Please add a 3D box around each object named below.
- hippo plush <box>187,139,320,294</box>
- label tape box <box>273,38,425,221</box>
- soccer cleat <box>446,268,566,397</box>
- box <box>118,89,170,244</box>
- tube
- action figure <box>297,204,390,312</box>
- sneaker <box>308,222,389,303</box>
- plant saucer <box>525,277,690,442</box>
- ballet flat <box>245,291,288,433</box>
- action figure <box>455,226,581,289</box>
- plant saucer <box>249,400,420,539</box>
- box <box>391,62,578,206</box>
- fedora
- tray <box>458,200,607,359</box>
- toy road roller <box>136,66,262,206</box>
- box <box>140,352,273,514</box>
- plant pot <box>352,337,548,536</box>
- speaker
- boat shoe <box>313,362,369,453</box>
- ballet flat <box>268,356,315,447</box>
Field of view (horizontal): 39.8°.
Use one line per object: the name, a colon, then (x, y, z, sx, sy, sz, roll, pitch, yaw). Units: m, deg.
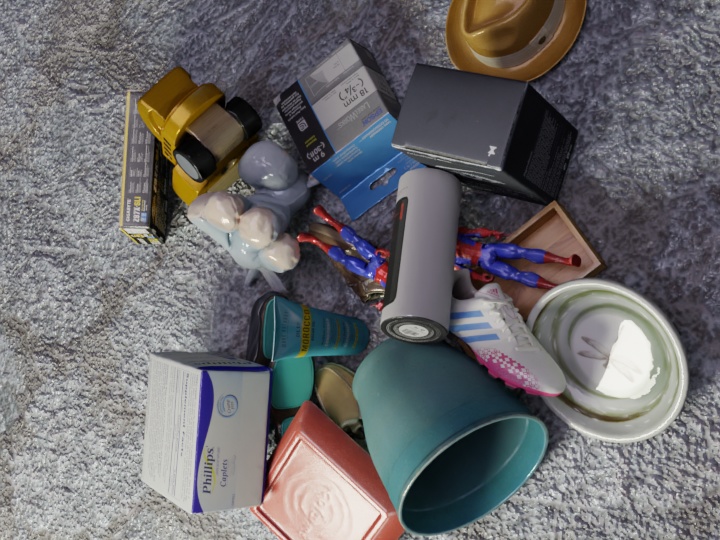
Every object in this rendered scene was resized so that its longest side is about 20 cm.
hippo plush: (-0.115, -0.083, 1.358, 0.159, 0.200, 0.161, 15, 63, 41)
label tape box: (-0.014, -0.193, 1.364, 0.144, 0.063, 0.201, -35, 67, 21)
soccer cleat: (0.162, 0.068, 1.156, 0.200, 0.070, 0.087, 36, 120, 37)
box: (-0.315, -0.147, 1.469, 0.049, 0.160, 0.201, 2, 84, -1)
tube: (-0.057, 0.079, 1.270, 0.050, 0.200, 0.078, -7, 81, 28)
action figure: (0.004, -0.009, 1.241, 0.200, 0.099, 0.065, 33, 99, 17)
sneaker: (0.000, 0.000, 1.325, 0.200, 0.070, 0.076, 28, 97, 30)
plant saucer: (0.285, 0.097, 1.141, 0.200, 0.050, 0.201, 17, 119, 33)
ballet flat: (-0.135, 0.127, 1.389, 0.073, 0.073, 0.201, 8, 93, 29)
action figure: (0.163, -0.016, 1.212, 0.199, 0.052, 0.066, 14, 95, 32)
plant saucer: (-0.048, 0.302, 1.274, 0.200, 0.037, 0.200, 40, 120, 15)
box: (0.153, -0.158, 1.188, 0.148, 0.200, 0.105, 17, 89, 29)
fedora: (0.185, -0.336, 1.263, 0.200, 0.082, 0.202, -5, 80, 29)
tray: (0.195, 0.016, 1.235, 0.200, 0.037, 0.099, -40, 66, 19)
toy road roller: (-0.230, -0.192, 1.387, 0.146, 0.200, 0.123, 43, 72, 5)
box: (-0.210, 0.210, 1.337, 0.200, 0.105, 0.185, 5, 92, 59)
plant pot: (0.089, 0.179, 1.192, 0.200, 0.200, 0.188, -48, 48, 14)
speaker: (0.074, -0.019, 1.184, 0.081, 0.081, 0.201, -6, 61, 28)
boat shoe: (-0.004, 0.197, 1.294, 0.200, 0.076, 0.072, 46, 106, 27)
ballet flat: (-0.097, 0.184, 1.337, 0.068, 0.068, 0.201, -158, 66, -71)
